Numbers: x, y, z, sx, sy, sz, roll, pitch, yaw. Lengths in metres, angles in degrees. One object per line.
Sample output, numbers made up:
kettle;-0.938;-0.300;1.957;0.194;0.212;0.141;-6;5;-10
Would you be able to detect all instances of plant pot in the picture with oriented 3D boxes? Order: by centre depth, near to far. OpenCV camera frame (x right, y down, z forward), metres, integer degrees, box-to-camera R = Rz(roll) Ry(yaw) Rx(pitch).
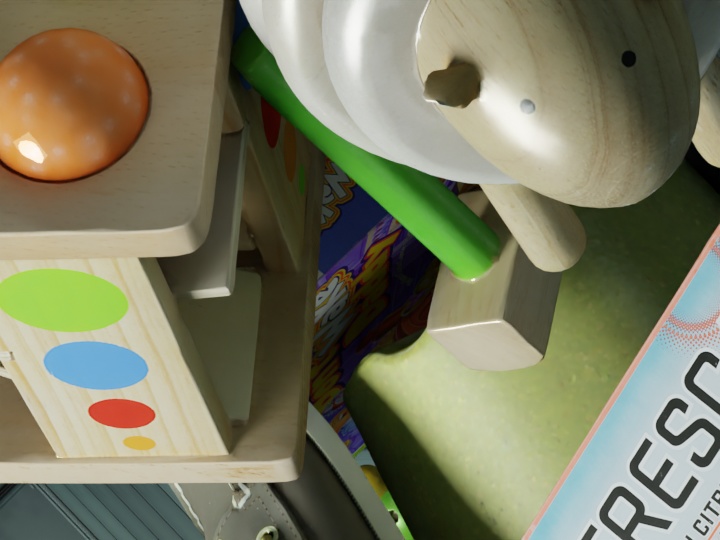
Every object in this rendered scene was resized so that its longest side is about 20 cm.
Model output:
plant pot;0.097;0.074;0.816;0.185;0.200;0.200;55;168;10

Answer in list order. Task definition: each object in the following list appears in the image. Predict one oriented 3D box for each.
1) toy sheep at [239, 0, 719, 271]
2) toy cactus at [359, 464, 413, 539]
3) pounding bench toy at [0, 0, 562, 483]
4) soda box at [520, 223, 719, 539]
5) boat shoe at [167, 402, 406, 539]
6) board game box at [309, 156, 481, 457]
toy sheep;0.029;-0.088;0.635;0.138;0.137;0.200;59;-177;-45
toy cactus;0.082;0.151;1.273;0.164;0.103;0.200;13;148;30
pounding bench toy;-0.049;-0.034;0.702;0.199;0.125;0.156;-1;151;9
soda box;0.098;0.046;0.669;0.064;0.201;0.068;40;-158;22
boat shoe;-0.014;0.100;0.780;0.202;0.060;0.072;49;155;36
board game box;0.000;0.000;0.891;0.045;0.134;0.200;41;158;15
